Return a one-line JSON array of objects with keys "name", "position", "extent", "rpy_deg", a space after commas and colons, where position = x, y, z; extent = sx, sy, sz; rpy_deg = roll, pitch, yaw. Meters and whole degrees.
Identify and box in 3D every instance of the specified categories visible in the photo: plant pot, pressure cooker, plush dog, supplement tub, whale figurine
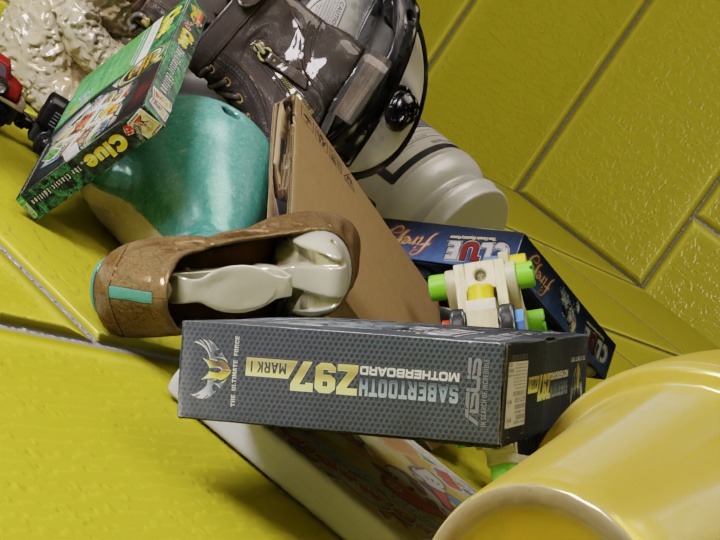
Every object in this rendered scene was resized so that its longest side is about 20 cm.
[{"name": "plant pot", "position": [0.130, 0.143, 0.742], "extent": [0.201, 0.202, 0.188], "rpy_deg": [40, 26, 29]}, {"name": "pressure cooker", "position": [-0.042, -0.159, 1.338], "extent": [0.178, 0.177, 0.199], "rpy_deg": [-20, 22, -40]}, {"name": "plush dog", "position": [-0.207, -0.207, 1.294], "extent": [0.160, 0.172, 0.200], "rpy_deg": [31, 11, -19]}, {"name": "supplement tub", "position": [0.023, -0.076, 1.551], "extent": [0.200, 0.141, 0.140], "rpy_deg": [40, 11, 28]}, {"name": "whale figurine", "position": [-0.099, -0.044, 1.071], "extent": [0.158, 0.104, 0.200], "rpy_deg": [25, 16, -24]}]

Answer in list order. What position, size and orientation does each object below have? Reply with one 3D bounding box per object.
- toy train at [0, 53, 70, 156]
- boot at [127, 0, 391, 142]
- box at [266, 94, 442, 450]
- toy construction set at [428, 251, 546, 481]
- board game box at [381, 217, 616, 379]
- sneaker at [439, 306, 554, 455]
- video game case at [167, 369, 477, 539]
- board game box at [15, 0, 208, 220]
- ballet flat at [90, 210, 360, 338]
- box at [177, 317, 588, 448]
[{"name": "toy train", "position": [-0.254, -0.128, 1.134], "extent": [0.199, 0.046, 0.034], "rpy_deg": [31, 10, -21]}, {"name": "boot", "position": [-0.093, -0.132, 1.203], "extent": [0.174, 0.201, 0.069], "rpy_deg": [36, -6, -6]}, {"name": "box", "position": [0.000, 0.000, 1.120], "extent": [0.200, 0.021, 0.164], "rpy_deg": [55, 19, -30]}, {"name": "toy construction set", "position": [0.099, 0.075, 1.141], "extent": [0.131, 0.092, 0.201], "rpy_deg": [60, 9, -71]}, {"name": "board game box", "position": [0.108, 0.025, 1.360], "extent": [0.135, 0.035, 0.200], "rpy_deg": [7, -23, 34]}, {"name": "sneaker", "position": [0.135, 0.099, 1.278], "extent": [0.120, 0.084, 0.200], "rpy_deg": [11, 23, -45]}, {"name": "video game case", "position": [0.008, 0.114, 0.925], "extent": [0.200, 0.023, 0.182], "rpy_deg": [38, 10, 16]}, {"name": "board game box", "position": [-0.153, -0.108, 1.071], "extent": [0.023, 0.105, 0.200], "rpy_deg": [47, 21, -19]}, {"name": "ballet flat", "position": [-0.054, 0.004, 0.940], "extent": [0.199, 0.068, 0.072], "rpy_deg": [-5, 8, -44]}, {"name": "box", "position": [0.019, 0.051, 0.840], "extent": [0.156, 0.051, 0.200], "rpy_deg": [4, 0, 18]}]
